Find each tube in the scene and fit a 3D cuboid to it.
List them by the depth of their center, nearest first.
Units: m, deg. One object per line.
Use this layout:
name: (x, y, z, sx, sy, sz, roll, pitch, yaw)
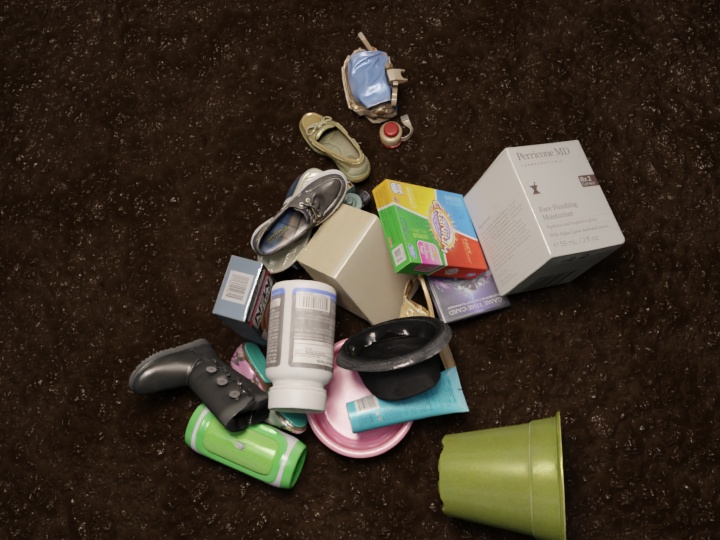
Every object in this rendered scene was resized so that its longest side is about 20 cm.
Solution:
tube: (0.075, 0.219, 1.074, 0.196, 0.051, 0.079, -14, 67, -4)

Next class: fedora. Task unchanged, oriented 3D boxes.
fedora: (0.061, 0.149, 1.053, 0.197, 0.201, 0.093, -18, 106, -1)

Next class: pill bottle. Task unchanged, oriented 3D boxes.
pill bottle: (-0.098, 0.127, 1.069, 0.111, 0.114, 0.205, 1, 74, 5)

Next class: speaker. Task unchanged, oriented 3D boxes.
speaker: (-0.193, 0.296, 1.102, 0.196, 0.089, 0.090, 19, 74, 11)

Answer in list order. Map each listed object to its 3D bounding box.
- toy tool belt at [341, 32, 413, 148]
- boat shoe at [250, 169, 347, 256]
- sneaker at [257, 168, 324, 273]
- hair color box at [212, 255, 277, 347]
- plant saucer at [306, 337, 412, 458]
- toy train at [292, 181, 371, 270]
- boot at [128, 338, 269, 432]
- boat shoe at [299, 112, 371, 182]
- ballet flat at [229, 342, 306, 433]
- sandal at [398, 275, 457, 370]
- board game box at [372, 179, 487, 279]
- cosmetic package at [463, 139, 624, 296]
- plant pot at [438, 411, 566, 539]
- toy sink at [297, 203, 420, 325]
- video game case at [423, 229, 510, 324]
toy tool belt: (0.032, -0.352, 1.272, 0.122, 0.123, 0.204, -18, 72, -2)
boat shoe: (-0.100, -0.093, 1.081, 0.198, 0.066, 0.071, -35, 107, -2)
sneaker: (-0.118, -0.088, 1.157, 0.074, 0.085, 0.202, 32, 94, -16)
hair color box: (-0.182, 0.060, 1.115, 0.059, 0.200, 0.101, 13, 73, 10)
plant saucer: (0.002, 0.220, 1.128, 0.196, 0.051, 0.205, -1, 73, 4)
toy train: (-0.073, -0.093, 1.223, 0.200, 0.086, 0.114, -44, 64, -10)
boot: (-0.268, 0.207, 1.088, 0.163, 0.067, 0.199, -26, 49, -37)
boat shoe: (-0.054, -0.254, 1.268, 0.073, 0.063, 0.201, -34, 62, -9)
ballet flat: (-0.166, 0.217, 1.138, 0.071, 0.069, 0.201, -50, 64, 21)
sandal: (0.101, 0.086, 1.139, 0.068, 0.078, 0.216, -20, 87, 4)
board game box: (0.121, -0.068, 1.115, 0.197, 0.040, 0.156, 4, 62, -42)
cosmetic package: (0.308, -0.089, 1.120, 0.162, 0.165, 0.204, -10, 70, -24)
plant pot: (0.222, 0.323, 1.018, 0.186, 0.200, 0.205, -2, 71, 16)
toy sink: (0.000, 0.000, 1.155, 0.111, 0.200, 0.131, 23, 71, 42)
video game case: (0.175, -0.011, 1.181, 0.140, 0.019, 0.203, -12, 71, -22)
